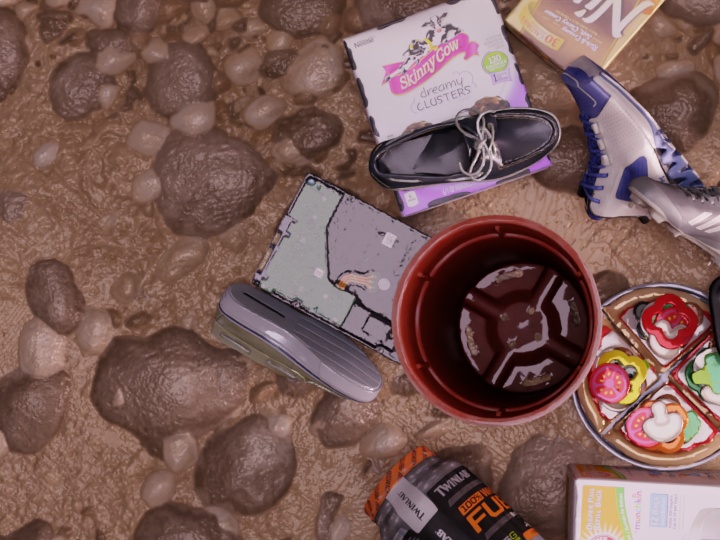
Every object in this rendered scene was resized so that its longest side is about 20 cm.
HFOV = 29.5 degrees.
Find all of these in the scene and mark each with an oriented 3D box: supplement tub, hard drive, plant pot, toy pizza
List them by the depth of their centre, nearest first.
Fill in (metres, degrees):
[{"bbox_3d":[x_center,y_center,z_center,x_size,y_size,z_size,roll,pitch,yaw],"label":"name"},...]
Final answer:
[{"bbox_3d":[0.151,0.055,1.380,0.200,0.195,0.201,-1,85,14],"label":"plant pot"},{"bbox_3d":[0.107,0.284,1.424,0.200,0.123,0.123,41,94,18],"label":"supplement tub"},{"bbox_3d":[0.322,0.111,1.445,0.200,0.032,0.201,-1,82,4],"label":"toy pizza"},{"bbox_3d":[0.000,0.000,1.480,0.200,0.038,0.140,27,93,2],"label":"hard drive"}]

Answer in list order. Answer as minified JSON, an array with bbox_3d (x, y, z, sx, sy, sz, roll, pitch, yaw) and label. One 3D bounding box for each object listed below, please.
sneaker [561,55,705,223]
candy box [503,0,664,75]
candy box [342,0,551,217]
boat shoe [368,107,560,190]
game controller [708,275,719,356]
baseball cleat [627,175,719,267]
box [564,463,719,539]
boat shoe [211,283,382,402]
[{"bbox_3d":[0.262,-0.115,1.417,0.115,0.081,0.199,-41,113,11],"label":"sneaker"},{"bbox_3d":[0.259,-0.301,1.443,0.115,0.055,0.200,41,94,1],"label":"candy box"},{"bbox_3d":[0.091,-0.176,1.451,0.168,0.072,0.200,-19,91,5],"label":"candy box"},{"bbox_3d":[0.106,-0.125,1.385,0.200,0.062,0.075,-7,90,4],"label":"boat shoe"},{"bbox_3d":[0.465,0.048,1.426,0.200,0.042,0.104,-4,66,-1],"label":"game controller"},{"bbox_3d":[0.355,-0.071,1.396,0.106,0.200,0.070,-52,43,13],"label":"baseball cleat"},{"bbox_3d":[0.316,0.268,1.430,0.200,0.101,0.113,3,91,4],"label":"box"},{"bbox_3d":[-0.070,0.087,1.481,0.200,0.072,0.062,33,121,5],"label":"boat shoe"}]
